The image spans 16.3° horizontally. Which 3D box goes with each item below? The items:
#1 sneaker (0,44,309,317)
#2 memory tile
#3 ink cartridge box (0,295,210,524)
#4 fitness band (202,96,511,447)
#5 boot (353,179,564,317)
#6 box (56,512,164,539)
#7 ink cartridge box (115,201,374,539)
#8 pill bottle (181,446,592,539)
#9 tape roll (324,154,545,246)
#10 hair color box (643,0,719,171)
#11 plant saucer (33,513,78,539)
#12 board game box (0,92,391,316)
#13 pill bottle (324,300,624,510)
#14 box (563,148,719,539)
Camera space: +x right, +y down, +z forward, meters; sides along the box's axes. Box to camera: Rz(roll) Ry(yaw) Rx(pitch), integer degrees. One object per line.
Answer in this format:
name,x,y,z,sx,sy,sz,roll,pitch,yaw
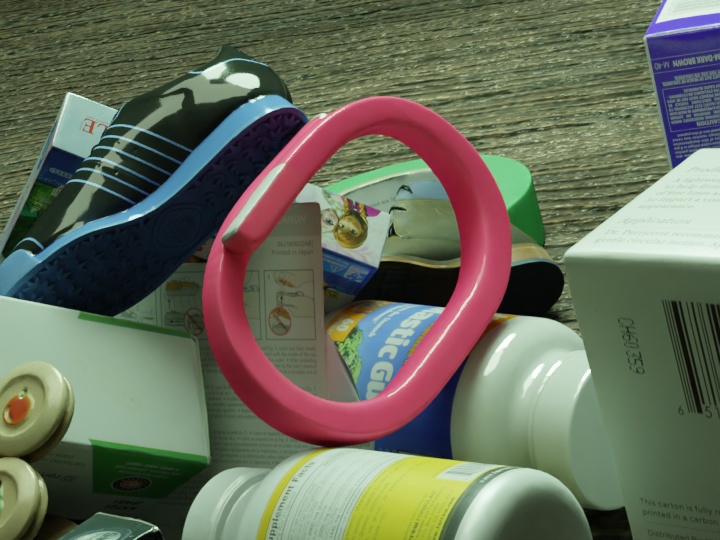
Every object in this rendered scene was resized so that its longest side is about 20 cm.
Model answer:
sneaker,-0.122,-0.043,1.349,0.199,0.070,0.078,-35,48,-6
memory tile,-0.231,0.112,1.220,0.199,0.017,0.154,-2,62,34
ink cartridge box,-0.195,0.100,1.354,0.146,0.084,0.200,11,-33,-35
fitness band,0.000,0.000,1.305,0.037,0.144,0.200,-25,22,54
boot,0.025,-0.006,1.624,0.198,0.075,0.097,-1,37,-26
box,-0.148,0.222,1.078,0.043,0.161,0.199,5,27,44
ink cartridge box,-0.069,0.067,1.386,0.161,0.202,0.057,-1,-4,35
pill bottle,0.009,0.146,1.239,0.199,0.113,0.112,2,26,41
tape roll,0.030,-0.024,1.785,0.199,0.049,0.201,-14,20,5
hair color box,0.228,-0.068,1.526,0.064,0.202,0.109,-6,21,19
plant saucer,-0.209,0.173,1.238,0.198,0.030,0.200,-13,21,5
board game box,-0.108,-0.008,1.482,0.200,0.199,0.041,127,161,-58
pill bottle,0.065,0.078,1.383,0.199,0.113,0.112,4,27,45
box,0.227,0.056,1.192,0.198,0.201,0.130,4,28,43
